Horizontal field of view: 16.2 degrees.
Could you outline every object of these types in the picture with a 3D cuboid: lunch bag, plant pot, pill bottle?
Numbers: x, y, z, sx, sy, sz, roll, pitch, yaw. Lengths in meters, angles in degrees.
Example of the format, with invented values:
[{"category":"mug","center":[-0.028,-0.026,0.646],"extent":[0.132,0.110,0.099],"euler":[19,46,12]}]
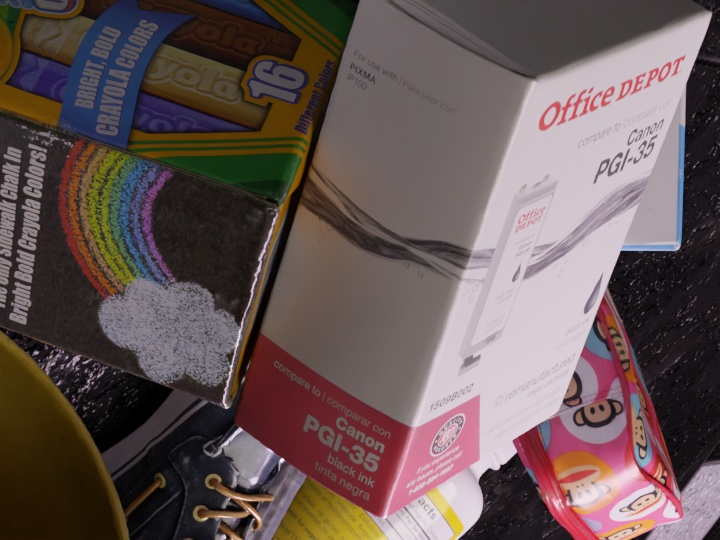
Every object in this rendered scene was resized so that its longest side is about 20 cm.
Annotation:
[{"category":"lunch bag","center":[0.124,0.058,1.468],"extent":[0.081,0.201,0.176],"euler":[-23,155,11]},{"category":"plant pot","center":[-0.220,0.125,1.102],"extent":[0.142,0.201,0.199],"euler":[-36,160,27]},{"category":"pill bottle","center":[0.003,0.137,1.503],"extent":[0.200,0.111,0.111],"euler":[-41,154,-8]}]

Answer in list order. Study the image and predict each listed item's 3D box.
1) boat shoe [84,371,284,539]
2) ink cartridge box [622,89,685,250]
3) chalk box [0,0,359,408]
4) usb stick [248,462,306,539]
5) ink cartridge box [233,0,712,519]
[{"category":"boat shoe","center":[-0.067,0.108,1.160],"extent":[0.200,0.091,0.071],"euler":[-38,146,24]},{"category":"ink cartridge box","center":[0.119,-0.088,1.293],"extent":[0.200,0.067,0.117],"euler":[-95,-175,-76]},{"category":"chalk box","center":[-0.116,-0.057,1.003],"extent":[0.125,0.199,0.124],"euler":[107,5,-46]},{"category":"usb stick","center":[-0.024,0.072,1.395],"extent":[0.201,0.032,0.055],"euler":[-60,179,-11]},{"category":"ink cartridge box","center":[0.043,-0.023,0.999],"extent":[0.146,0.083,0.201],"euler":[-25,140,-51]}]
